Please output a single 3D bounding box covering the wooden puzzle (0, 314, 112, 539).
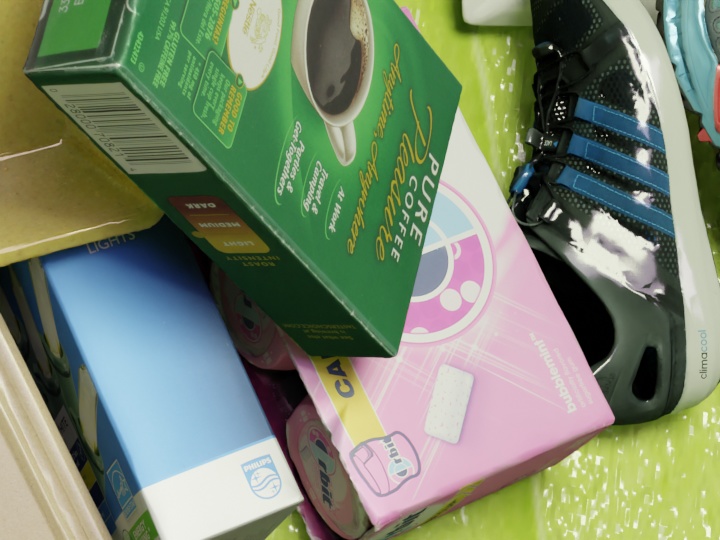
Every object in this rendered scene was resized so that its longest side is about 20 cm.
[{"bbox_3d":[-0.201,0.083,0.904,0.185,0.037,0.201,-27,86,-12],"label":"wooden puzzle"}]

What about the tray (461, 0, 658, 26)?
[{"bbox_3d":[0.103,-0.203,1.081,0.107,0.022,0.201,-2,106,-28],"label":"tray"}]

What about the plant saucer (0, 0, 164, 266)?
[{"bbox_3d":[-0.180,-0.090,0.848,0.199,0.048,0.201,-16,113,-14],"label":"plant saucer"}]

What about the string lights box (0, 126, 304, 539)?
[{"bbox_3d":[-0.098,0.019,0.949,0.059,0.103,0.201,-20,77,-23],"label":"string lights box"}]

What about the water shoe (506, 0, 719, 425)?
[{"bbox_3d":[0.094,-0.035,1.041,0.079,0.071,0.201,-13,83,-21],"label":"water shoe"}]

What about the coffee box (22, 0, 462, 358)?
[{"bbox_3d":[-0.035,-0.066,0.876,0.200,0.044,0.123,45,50,-49],"label":"coffee box"}]

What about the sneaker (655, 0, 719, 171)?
[{"bbox_3d":[0.205,-0.050,1.055,0.200,0.095,0.079,56,38,-19],"label":"sneaker"}]

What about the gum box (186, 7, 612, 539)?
[{"bbox_3d":[0.000,0.000,1.001,0.113,0.066,0.201,-21,78,-26],"label":"gum box"}]
